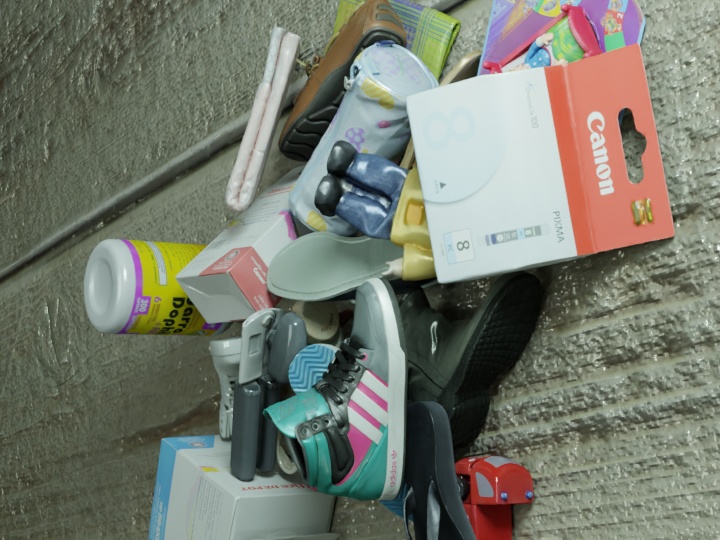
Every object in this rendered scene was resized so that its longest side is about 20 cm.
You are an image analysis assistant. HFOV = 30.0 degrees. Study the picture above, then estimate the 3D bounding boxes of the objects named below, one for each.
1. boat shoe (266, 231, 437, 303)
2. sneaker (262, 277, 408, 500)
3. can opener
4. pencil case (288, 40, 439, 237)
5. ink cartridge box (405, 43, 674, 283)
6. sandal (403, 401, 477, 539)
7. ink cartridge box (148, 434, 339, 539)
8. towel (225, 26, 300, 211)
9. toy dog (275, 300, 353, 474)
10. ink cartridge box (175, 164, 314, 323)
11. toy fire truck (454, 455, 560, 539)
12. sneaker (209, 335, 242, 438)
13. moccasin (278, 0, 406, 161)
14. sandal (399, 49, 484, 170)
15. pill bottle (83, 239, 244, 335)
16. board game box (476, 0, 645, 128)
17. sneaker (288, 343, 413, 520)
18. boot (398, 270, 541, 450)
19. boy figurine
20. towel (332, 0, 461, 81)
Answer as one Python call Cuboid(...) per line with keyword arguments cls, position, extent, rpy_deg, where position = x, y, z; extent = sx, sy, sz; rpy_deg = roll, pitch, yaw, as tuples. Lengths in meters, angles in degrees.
Cuboid(cls="boat shoe", position=(0.000, 0.000, 1.305), extent=(0.198, 0.060, 0.076), rpy_deg=(-6, 66, 34))
Cuboid(cls="sneaker", position=(-0.026, 0.109, 1.198), extent=(0.084, 0.119, 0.203), rpy_deg=(-167, 76, -71))
Cuboid(cls="can opener", position=(-0.098, 0.128, 1.358), extent=(0.066, 0.052, 0.202), rpy_deg=(38, 130, 38))
Cuboid(cls="pencil case", position=(0.000, -0.123, 1.306), extent=(0.083, 0.090, 0.201), rpy_deg=(54, 136, 26))
Cuboid(cls="ink cartridge box", position=(0.142, -0.085, 1.097), extent=(0.198, 0.047, 0.162), rpy_deg=(-12, 86, 31))
Cuboid(cls="sandal", position=(0.060, 0.217, 1.183), extent=(0.076, 0.042, 0.202), rpy_deg=(-37, 60, 50))
Cuboid(cls="ink cartridge box", position=(-0.125, 0.271, 1.456), extent=(0.199, 0.127, 0.127), rpy_deg=(26, 109, 53))
Cuboid(cls="towel", position=(-0.104, -0.159, 1.435), extent=(0.200, 0.032, 0.193), rpy_deg=(-110, 37, -85))
Cuboid(cls="toy dog", position=(-0.027, 0.115, 1.386), extent=(0.131, 0.096, 0.202), rpy_deg=(8, 109, 52))
Cuboid(cls="ink cartridge box", position=(-0.087, -0.034, 1.425), extent=(0.116, 0.200, 0.068), rpy_deg=(-6, 124, 54))
Cuboid(cls="toy fire truck", position=(0.139, 0.261, 1.151), extent=(0.140, 0.048, 0.203), rpy_deg=(-9, 79, 54))
Cuboid(cls="sneaker", position=(-0.125, 0.130, 1.478), extent=(0.200, 0.073, 0.117), rpy_deg=(112, 153, -82))
Cuboid(cls="moccasin", position=(-0.025, -0.192, 1.363), extent=(0.078, 0.073, 0.202), rpy_deg=(-102, 33, -43))
Cuboid(cls="sandal", position=(0.078, -0.103, 1.262), extent=(0.070, 0.077, 0.212), rpy_deg=(46, 122, 15))
Cuboid(cls="pill bottle", position=(-0.205, 0.021, 1.526), extent=(0.104, 0.198, 0.106), rpy_deg=(-5, 84, 54))
Cuboid(cls="board game box", position=(0.152, -0.168, 1.141), extent=(0.157, 0.039, 0.202), rpy_deg=(22, 106, 39))
Cuboid(cls="sneaker", position=(0.013, 0.149, 1.287), extent=(0.076, 0.081, 0.201), rpy_deg=(-38, 88, 5))
Cuboid(cls="boot", position=(0.078, 0.055, 1.227), extent=(0.131, 0.067, 0.201), rpy_deg=(49, 128, 37))
Cuboid(cls="boy figurine", position=(0.058, -0.045, 1.203), extent=(0.198, 0.064, 0.125), rpy_deg=(24, 89, 19))
Cuboid(cls="towel", position=(0.024, -0.211, 1.374), extent=(0.200, 0.023, 0.145), rpy_deg=(32, 113, 50))
